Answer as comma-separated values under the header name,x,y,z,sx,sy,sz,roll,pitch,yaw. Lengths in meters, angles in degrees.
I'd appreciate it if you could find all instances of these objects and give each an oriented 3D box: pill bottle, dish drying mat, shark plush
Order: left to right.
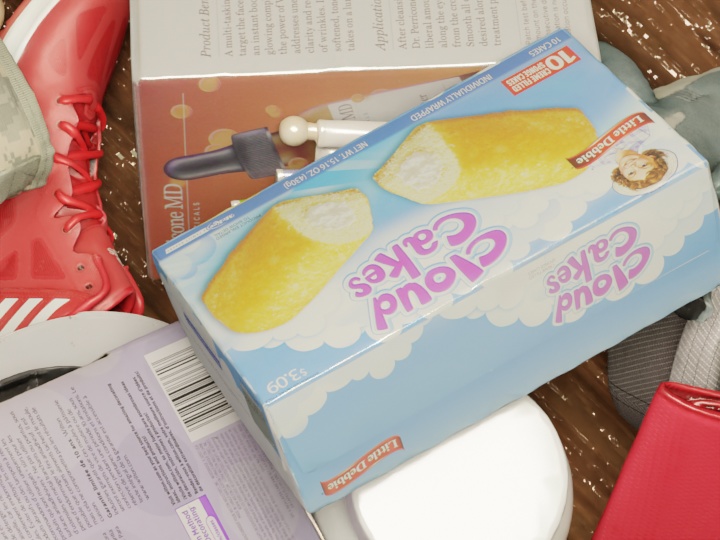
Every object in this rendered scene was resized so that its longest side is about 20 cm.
name,x,y,z,sx,sy,sz,roll,pitch,yaw
pill bottle,0.033,0.101,1.115,0.114,0.200,0.114,1,80,-3
dish drying mat,0.140,0.127,1.135,0.077,0.200,0.018,12,44,-4
shark plush,0.142,-0.046,1.110,0.083,0.200,0.091,-4,107,8

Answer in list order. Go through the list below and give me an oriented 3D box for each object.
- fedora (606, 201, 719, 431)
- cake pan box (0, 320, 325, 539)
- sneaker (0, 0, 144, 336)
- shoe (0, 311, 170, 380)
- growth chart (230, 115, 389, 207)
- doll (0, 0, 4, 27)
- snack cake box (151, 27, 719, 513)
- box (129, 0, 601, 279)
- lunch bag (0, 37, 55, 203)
name,x,y,z,sx,sy,sz,roll,pitch,yaw
fedora,0.185,0.021,1.178,0.090,0.177,0.200,25,58,41
cake pan box,-0.101,0.132,1.025,0.184,0.052,0.200,-26,84,-41
sneaker,-0.128,-0.035,1.174,0.115,0.078,0.200,24,93,30
shoe,-0.165,0.070,1.116,0.200,0.091,0.072,-10,79,-28
growth chart,0.000,0.000,1.150,0.145,0.200,0.018,5,48,-12
doll,-0.145,-0.199,1.210,0.136,0.048,0.200,13,55,41
snack cake box,0.033,-0.003,1.020,0.200,0.067,0.115,-29,41,-11
box,-0.002,-0.083,1.155,0.200,0.152,0.106,-3,55,-3
lunch bag,-0.251,-0.075,1.098,0.164,0.118,0.200,-22,59,-38
